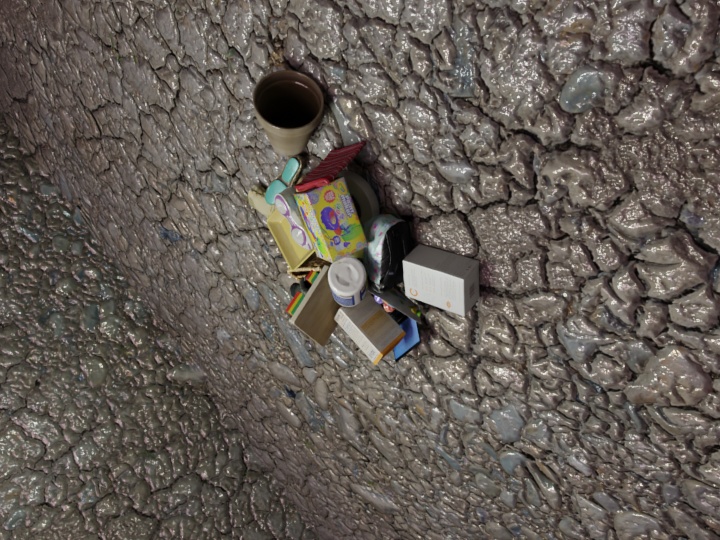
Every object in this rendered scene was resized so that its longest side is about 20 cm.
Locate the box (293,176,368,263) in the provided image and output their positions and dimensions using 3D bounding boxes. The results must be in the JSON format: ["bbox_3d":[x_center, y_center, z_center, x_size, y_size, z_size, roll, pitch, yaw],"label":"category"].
[{"bbox_3d":[-0.087,-0.148,1.560,0.205,0.120,0.192,69,166,-13],"label":"box"}]

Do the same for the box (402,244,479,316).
[{"bbox_3d":[0.227,0.024,1.530,0.196,0.097,0.127,19,132,34],"label":"box"}]

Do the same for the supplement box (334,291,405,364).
[{"bbox_3d":[0.030,0.176,1.722,0.200,0.125,0.074,47,144,13],"label":"supplement box"}]

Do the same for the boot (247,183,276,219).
[{"bbox_3d":[-0.315,-0.256,1.877,0.155,0.072,0.202,40,144,15],"label":"boot"}]

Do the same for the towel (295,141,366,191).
[{"bbox_3d":[-0.083,-0.289,1.507,0.142,0.201,0.023,-4,129,45],"label":"towel"}]

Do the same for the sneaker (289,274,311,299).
[{"bbox_3d":[-0.184,0.062,1.818,0.075,0.117,0.200,20,-169,-20],"label":"sneaker"}]

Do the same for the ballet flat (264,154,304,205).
[{"bbox_3d":[-0.235,-0.288,1.740,0.071,0.065,0.200,46,122,0],"label":"ballet flat"}]

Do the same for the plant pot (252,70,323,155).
[{"bbox_3d":[-0.205,-0.429,1.551,0.199,0.200,0.174,41,157,10],"label":"plant pot"}]

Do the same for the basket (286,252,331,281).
[{"bbox_3d":[-0.127,0.018,1.840,0.197,0.149,0.146,-2,119,44],"label":"basket"}]

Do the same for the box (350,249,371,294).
[{"bbox_3d":[0.000,0.000,1.723,0.073,0.051,0.202,10,146,11],"label":"box"}]

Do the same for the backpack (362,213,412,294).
[{"bbox_3d":[0.077,-0.058,1.575,0.125,0.165,0.205,22,128,37],"label":"backpack"}]

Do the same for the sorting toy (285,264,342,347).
[{"bbox_3d":[-0.130,0.105,1.707,0.069,0.203,0.199,24,165,35],"label":"sorting toy"}]

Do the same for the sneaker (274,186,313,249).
[{"bbox_3d":[-0.182,-0.163,1.671,0.074,0.100,0.204,-5,120,43],"label":"sneaker"}]

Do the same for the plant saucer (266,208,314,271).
[{"bbox_3d":[-0.198,-0.135,1.765,0.199,0.048,0.203,-39,75,37],"label":"plant saucer"}]

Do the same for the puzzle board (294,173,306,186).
[{"bbox_3d":[-0.145,-0.203,1.756,0.203,0.017,0.150,59,158,-4],"label":"puzzle board"}]

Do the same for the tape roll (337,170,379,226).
[{"bbox_3d":[-0.029,-0.201,1.657,0.200,0.037,0.207,26,135,29],"label":"tape roll"}]

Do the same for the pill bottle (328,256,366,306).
[{"bbox_3d":[-0.036,0.041,1.596,0.110,0.111,0.201,40,167,12],"label":"pill bottle"}]

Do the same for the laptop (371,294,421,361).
[{"bbox_3d":[0.095,0.171,1.770,0.198,0.104,0.178,37,141,-4],"label":"laptop"}]

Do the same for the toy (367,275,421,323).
[{"bbox_3d":[0.093,0.096,1.653,0.197,0.116,0.048,29,113,-12],"label":"toy"}]
